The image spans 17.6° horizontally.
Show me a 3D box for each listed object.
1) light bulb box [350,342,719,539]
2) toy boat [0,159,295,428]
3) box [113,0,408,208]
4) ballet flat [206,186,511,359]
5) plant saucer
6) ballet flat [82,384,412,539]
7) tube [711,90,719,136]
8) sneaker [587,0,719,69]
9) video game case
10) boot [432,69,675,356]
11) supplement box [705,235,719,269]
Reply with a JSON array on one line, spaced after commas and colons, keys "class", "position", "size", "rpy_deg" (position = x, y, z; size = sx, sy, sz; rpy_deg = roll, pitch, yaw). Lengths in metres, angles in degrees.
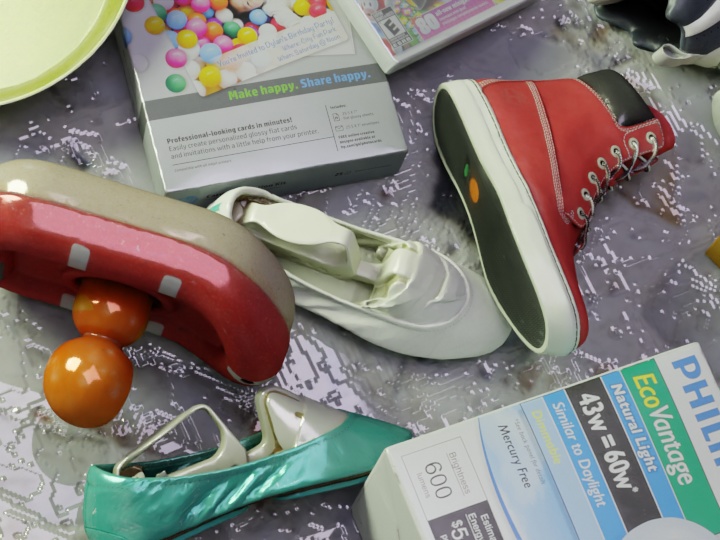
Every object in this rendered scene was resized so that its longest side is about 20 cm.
[{"class": "light bulb box", "position": [0.128, 0.173, 1.311], "size": [0.200, 0.125, 0.198], "rpy_deg": [-18, 73, -16]}, {"class": "toy boat", "position": [-0.140, 0.027, 1.316], "size": [0.200, 0.131, 0.131], "rpy_deg": [17, 74, -4]}, {"class": "box", "position": [-0.071, -0.143, 1.442], "size": [0.156, 0.041, 0.200], "rpy_deg": [-10, 70, -15]}, {"class": "ballet flat", "position": [0.000, 0.000, 1.386], "size": [0.200, 0.069, 0.070], "rpy_deg": [19, 66, -4]}, {"class": "plant saucer", "position": [-0.231, -0.186, 1.412], "size": [0.200, 0.031, 0.200], "rpy_deg": [-1, 73, 3]}, {"class": "ballet flat", "position": [-0.064, 0.104, 1.324], "size": [0.200, 0.067, 0.070], "rpy_deg": [-18, 103, -16]}, {"class": "tube", "position": [0.322, -0.132, 1.505], "size": [0.200, 0.058, 0.052], "rpy_deg": [-25, 117, -14]}, {"class": "sneaker", "position": [0.196, -0.216, 1.502], "size": [0.129, 0.079, 0.199], "rpy_deg": [-12, 82, -25]}, {"class": "video game case", "position": [0.013, -0.232, 1.474], "size": [0.143, 0.018, 0.200], "rpy_deg": [-29, 83, -37]}, {"class": "boot", "position": [0.140, -0.042, 1.415], "size": [0.144, 0.072, 0.200], "rpy_deg": [-6, 55, -16]}, {"class": "supplement box", "position": [0.363, -0.016, 1.428], "size": [0.197, 0.133, 0.200], "rpy_deg": [-38, 80, -21]}]
